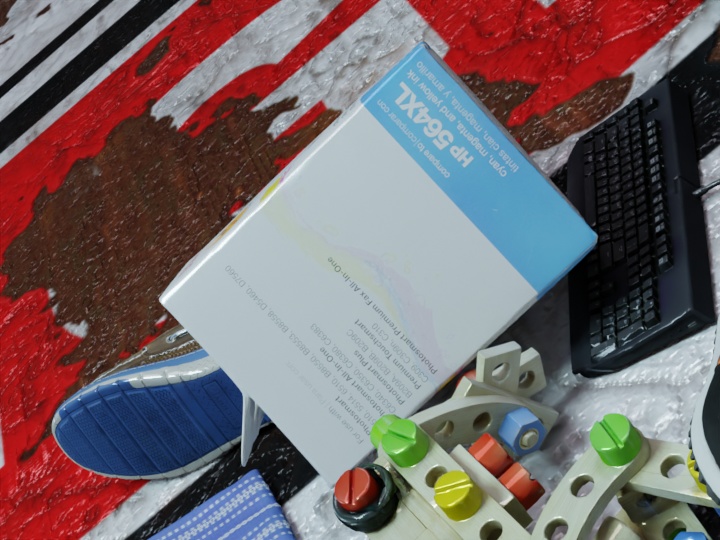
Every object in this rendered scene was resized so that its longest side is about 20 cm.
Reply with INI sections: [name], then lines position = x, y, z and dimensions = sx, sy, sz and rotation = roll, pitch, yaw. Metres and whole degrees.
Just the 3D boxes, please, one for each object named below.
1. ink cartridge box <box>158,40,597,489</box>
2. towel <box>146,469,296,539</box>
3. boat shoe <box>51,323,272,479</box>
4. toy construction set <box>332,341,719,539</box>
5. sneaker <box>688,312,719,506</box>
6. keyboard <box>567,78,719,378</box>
[ink cartridge box]
position = 0.000, 0.000, 0.881
dimensions = 0.200, 0.125, 0.129
rotation = -43, 4, 7
[towel]
position = -0.089, 0.178, 0.873
dimensions = 0.144, 0.024, 0.200
rotation = -32, 25, -4
[boat shoe]
position = -0.086, 0.061, 1.026
dimensions = 0.198, 0.073, 0.073
rotation = -19, 29, 21
[toy construction set]
position = 0.068, 0.090, 0.743
dimensions = 0.131, 0.092, 0.200
rotation = -44, 27, -4
[sneaker]
position = 0.172, 0.024, 0.660
dimensions = 0.200, 0.069, 0.091
rotation = -66, -4, -61
[keyboard]
position = 0.155, -0.036, 0.891
dimensions = 0.126, 0.021, 0.201
rotation = -29, 31, 25
